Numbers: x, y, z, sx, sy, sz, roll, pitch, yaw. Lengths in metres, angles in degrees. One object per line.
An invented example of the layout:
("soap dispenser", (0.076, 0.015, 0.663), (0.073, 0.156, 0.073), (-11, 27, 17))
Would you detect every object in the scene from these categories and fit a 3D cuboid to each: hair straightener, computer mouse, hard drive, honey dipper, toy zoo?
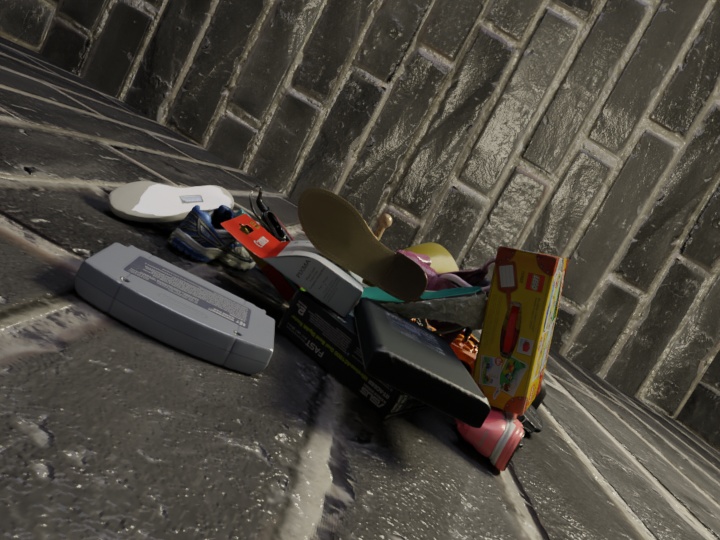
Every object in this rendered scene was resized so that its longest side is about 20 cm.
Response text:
("hair straightener", (-0.119, -0.052, 0.846), (0.202, 0.040, 0.077), (59, 5, -1))
("computer mouse", (0.258, 0.255, 0.854), (0.059, 0.034, 0.199), (50, 20, 20))
("hard drive", (0.062, 0.097, 0.615), (0.138, 0.033, 0.200), (28, 8, -9))
("honey dipper", (0.000, 0.000, 0.856), (0.037, 0.203, 0.038), (28, 7, -4))
("toy zoo", (-0.132, -0.010, 0.823), (0.201, 0.020, 0.131), (53, 5, -7))

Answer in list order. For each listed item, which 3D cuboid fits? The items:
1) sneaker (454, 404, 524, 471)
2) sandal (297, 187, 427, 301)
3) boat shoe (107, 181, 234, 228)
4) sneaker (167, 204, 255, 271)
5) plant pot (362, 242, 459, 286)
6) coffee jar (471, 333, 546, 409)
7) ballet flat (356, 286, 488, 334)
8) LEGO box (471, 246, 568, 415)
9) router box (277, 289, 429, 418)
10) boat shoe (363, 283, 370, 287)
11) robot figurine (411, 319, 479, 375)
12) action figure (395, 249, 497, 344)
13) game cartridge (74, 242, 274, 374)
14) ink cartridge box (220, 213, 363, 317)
("sneaker", (0.172, 0.195, 0.725), (0.086, 0.075, 0.200), (29, 7, 9))
("sandal", (-0.003, -0.025, 0.728), (0.210, 0.078, 0.070), (37, -12, 5))
("boat shoe", (-0.303, -0.098, 0.841), (0.198, 0.069, 0.073), (-15, 66, -44))
("sneaker", (-0.215, -0.056, 0.848), (0.076, 0.086, 0.199), (31, 7, 19))
("plant pot", (0.081, 0.051, 1.002), (0.139, 0.205, 0.200), (-4, 24, -29))
("coffee jar", (0.253, 0.193, 0.997), (0.197, 0.086, 0.105), (27, 13, -12))
("ballet flat", (0.081, 0.059, 0.734), (0.195, 0.074, 0.072), (-1, -4, 22))
("LEGO box", (0.223, 0.074, 0.727), (0.076, 0.205, 0.148), (13, 7, 27))
("router box", (0.007, 0.107, 0.707), (0.198, 0.063, 0.149), (34, 10, 29))
("boat shoe", (-0.046, 0.038, 0.911), (0.197, 0.074, 0.062), (23, -5, 13))
("robot figurine", (0.119, 0.120, 0.851), (0.198, 0.059, 0.145), (35, 44, 16))
("action figure", (0.096, 0.022, 0.796), (0.197, 0.135, 0.150), (30, -37, 5))
("game cartridge", (-0.183, 0.038, 0.545), (0.197, 0.041, 0.133), (28, 4, -13))
("ink cartridge box", (-0.086, -0.028, 0.731), (0.199, 0.048, 0.160), (38, 8, -7))
